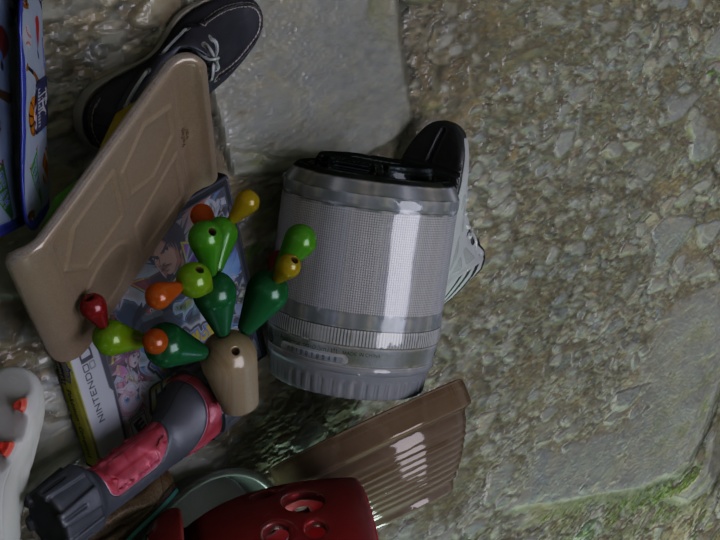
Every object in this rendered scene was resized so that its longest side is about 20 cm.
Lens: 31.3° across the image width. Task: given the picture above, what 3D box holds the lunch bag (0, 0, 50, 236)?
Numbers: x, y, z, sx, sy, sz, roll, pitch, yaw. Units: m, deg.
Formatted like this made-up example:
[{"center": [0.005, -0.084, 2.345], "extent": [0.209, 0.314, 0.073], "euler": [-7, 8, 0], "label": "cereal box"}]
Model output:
[{"center": [-0.276, -0.103, 0.838], "extent": [0.200, 0.123, 0.172], "euler": [-27, 122, -59], "label": "lunch bag"}]

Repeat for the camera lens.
[{"center": [0.000, 0.000, 1.156], "extent": [0.159, 0.159, 0.202], "euler": [-2, 103, -49], "label": "camera lens"}]

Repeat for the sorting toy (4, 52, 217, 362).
[{"center": [-0.179, -0.045, 0.941], "extent": [0.201, 0.036, 0.186], "euler": [-54, 167, -23], "label": "sorting toy"}]

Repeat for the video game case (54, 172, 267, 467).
[{"center": [-0.169, 0.041, 1.076], "extent": [0.199, 0.025, 0.182], "euler": [-35, 126, -38], "label": "video game case"}]

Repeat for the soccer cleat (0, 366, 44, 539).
[{"center": [-0.281, 0.170, 0.964], "extent": [0.078, 0.069, 0.202], "euler": [34, 72, -70], "label": "soccer cleat"}]

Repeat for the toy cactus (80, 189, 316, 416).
[{"center": [-0.118, 0.036, 0.999], "extent": [0.199, 0.102, 0.166], "euler": [-34, 127, -36], "label": "toy cactus"}]

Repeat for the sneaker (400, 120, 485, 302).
[{"center": [0.084, -0.056, 1.320], "extent": [0.115, 0.075, 0.202], "euler": [-12, 119, -56], "label": "sneaker"}]

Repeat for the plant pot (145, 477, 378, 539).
[{"center": [-0.080, 0.275, 1.043], "extent": [0.181, 0.201, 0.202], "euler": [-3, 108, -8], "label": "plant pot"}]

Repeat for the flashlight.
[{"center": [-0.176, 0.141, 1.014], "extent": [0.068, 0.068, 0.200], "euler": [54, 44, 1], "label": "flashlight"}]

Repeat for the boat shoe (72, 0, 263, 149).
[{"center": [-0.136, -0.155, 1.023], "extent": [0.200, 0.062, 0.073], "euler": [-43, 132, -32], "label": "boat shoe"}]

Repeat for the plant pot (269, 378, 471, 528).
[{"center": [0.023, 0.183, 1.199], "extent": [0.200, 0.200, 0.093], "euler": [-18, 81, -45], "label": "plant pot"}]

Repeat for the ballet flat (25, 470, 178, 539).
[{"center": [-0.227, 0.222, 1.034], "extent": [0.072, 0.068, 0.200], "euler": [41, 55, -4], "label": "ballet flat"}]

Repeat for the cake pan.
[{"center": [-0.146, 0.272, 1.167], "extent": [0.199, 0.037, 0.202], "euler": [-19, 116, -45], "label": "cake pan"}]
